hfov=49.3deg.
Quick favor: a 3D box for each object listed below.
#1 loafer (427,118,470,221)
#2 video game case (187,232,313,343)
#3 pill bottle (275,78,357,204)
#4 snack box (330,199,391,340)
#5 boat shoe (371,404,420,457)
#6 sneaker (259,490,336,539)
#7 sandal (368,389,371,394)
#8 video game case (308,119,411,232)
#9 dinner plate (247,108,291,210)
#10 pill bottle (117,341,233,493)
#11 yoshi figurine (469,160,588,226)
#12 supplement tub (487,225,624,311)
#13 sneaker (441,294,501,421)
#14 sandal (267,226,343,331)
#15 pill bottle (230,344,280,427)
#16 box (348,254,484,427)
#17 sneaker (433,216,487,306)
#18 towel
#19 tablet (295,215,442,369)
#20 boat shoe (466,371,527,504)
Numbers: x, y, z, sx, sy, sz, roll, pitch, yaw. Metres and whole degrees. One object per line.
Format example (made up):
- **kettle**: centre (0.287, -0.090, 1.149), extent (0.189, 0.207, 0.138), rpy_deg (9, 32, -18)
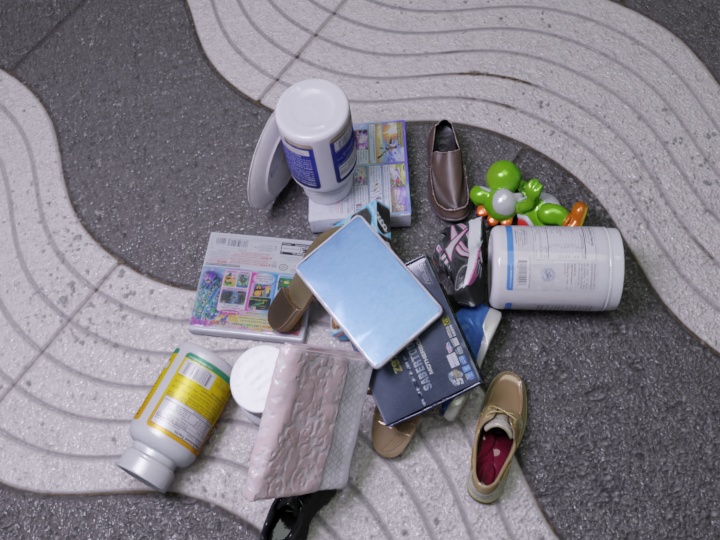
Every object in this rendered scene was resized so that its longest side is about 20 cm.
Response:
- **loafer**: centre (0.148, -0.180, 1.374), extent (0.071, 0.071, 0.204), rpy_deg (-9, 62, 0)
- **video game case**: centre (-0.176, 0.027, 1.321), extent (0.195, 0.024, 0.186), rpy_deg (5, 63, 6)
- **pill bottle**: centre (-0.066, -0.200, 1.279), extent (0.116, 0.201, 0.122), rpy_deg (-2, 62, 4)
- **snack box**: centre (0.000, 0.000, 1.275), extent (0.115, 0.037, 0.204), rpy_deg (-29, 51, 41)
- **boat shoe**: centre (0.066, 0.182, 1.195), extent (0.070, 0.065, 0.205), rpy_deg (10, 83, 13)
- **sneaker**: centre (-0.084, 0.321, 1.122), extent (0.074, 0.091, 0.203), rpy_deg (17, 64, 14)
- **sandal**: centre (0.053, 0.090, 1.242), extent (0.076, 0.070, 0.214), rpy_deg (23, 67, 16)
- **video game case**: centre (-0.002, -0.168, 1.395), extent (0.176, 0.046, 0.204), rpy_deg (-4, 62, 4)
- **dinner plate**: centre (-0.135, -0.195, 1.333), extent (0.024, 0.201, 0.203), rpy_deg (23, 66, 12)
- **pill bottle**: centre (-0.275, 0.221, 1.177), extent (0.111, 0.113, 0.203), rpy_deg (21, 66, 15)
- **yoshi figurine**: centre (0.286, -0.128, 1.324), extent (0.196, 0.114, 0.113), rpy_deg (18, 49, 16)
- **supplement tub**: centre (0.302, -0.004, 1.236), extent (0.195, 0.133, 0.135), rpy_deg (2, 62, 4)
- **sneaker**: centre (0.136, 0.127, 1.210), extent (0.109, 0.077, 0.202), rpy_deg (23, 62, 9)
- **sandal**: centre (-0.060, 0.017, 1.240), extent (0.212, 0.069, 0.078), rpy_deg (-48, 52, 22)
- **pill bottle**: centre (-0.114, 0.178, 1.129), extent (0.107, 0.201, 0.112), rpy_deg (-4, 68, 10)
- **box**: centre (0.070, 0.102, 1.142), extent (0.155, 0.051, 0.204), rpy_deg (-25, 79, 11)
- **sneaker**: centre (0.158, -0.010, 1.270), extent (0.084, 0.082, 0.201), rpy_deg (-6, 29, 16)
- **towel**: centre (-0.063, 0.203, 1.050), extent (0.032, 0.189, 0.205), rpy_deg (15, 91, 39)
- **tablet**: centre (0.010, 0.027, 1.121), extent (0.129, 0.014, 0.201), rpy_deg (-38, 69, -7)
- **boat shoe**: centre (0.206, 0.237, 1.155), extent (0.072, 0.067, 0.204), rpy_deg (12, 64, 10)
